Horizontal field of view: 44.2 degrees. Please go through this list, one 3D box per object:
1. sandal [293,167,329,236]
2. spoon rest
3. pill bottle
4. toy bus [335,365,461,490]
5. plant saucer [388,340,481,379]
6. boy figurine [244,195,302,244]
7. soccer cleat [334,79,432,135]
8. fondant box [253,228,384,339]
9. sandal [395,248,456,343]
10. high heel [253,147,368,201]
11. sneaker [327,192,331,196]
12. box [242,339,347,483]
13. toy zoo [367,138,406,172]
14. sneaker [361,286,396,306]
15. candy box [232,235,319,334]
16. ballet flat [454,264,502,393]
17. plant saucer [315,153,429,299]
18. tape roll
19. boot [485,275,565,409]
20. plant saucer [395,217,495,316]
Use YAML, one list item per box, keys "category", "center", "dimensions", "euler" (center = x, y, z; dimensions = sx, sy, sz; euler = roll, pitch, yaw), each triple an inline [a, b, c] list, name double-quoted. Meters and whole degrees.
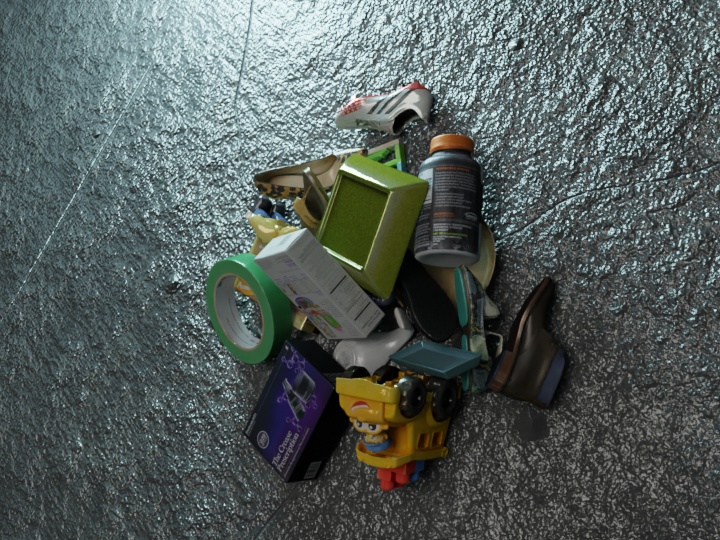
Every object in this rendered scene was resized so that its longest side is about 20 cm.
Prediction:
- category: "sandal"
  center: [-0.092, -0.107, 1.577]
  dimensions: [0.054, 0.200, 0.080]
  euler: [-32, 74, -20]
- category: "spoon rest"
  center: [0.022, 0.133, 1.512]
  dimensions: [0.200, 0.060, 0.100]
  euler: [-40, 56, 35]
- category: "pill bottle"
  center: [0.142, -0.113, 1.414]
  dimensions: [0.106, 0.106, 0.201]
  euler: [-5, 74, 34]
- category: "toy bus"
  center: [0.051, 0.247, 1.370]
  dimensions: [0.135, 0.200, 0.193]
  euler: [7, 89, 37]
- category: "plant saucer"
  center: [0.114, 0.139, 1.383]
  dimensions: [0.200, 0.070, 0.019]
  euler: [6, 116, 68]
- category: "boy figurine"
  center: [-0.151, -0.077, 1.622]
  dimensions: [0.065, 0.124, 0.200]
  euler: [-63, 27, 9]
- category: "soccer cleat"
  center: [0.039, -0.279, 1.605]
  dimensions: [0.199, 0.069, 0.086]
  euler: [-12, 66, 27]
- category: "fondant box"
  center: [-0.071, 0.027, 1.487]
  dimensions: [0.058, 0.200, 0.144]
  euler: [-48, 17, -23]
- category: "sandal"
  center: [0.094, 0.042, 1.436]
  dimensions: [0.048, 0.075, 0.201]
  euler: [106, 145, -46]
- category: "high heel"
  center: [-0.091, -0.179, 1.596]
  dimensions: [0.200, 0.142, 0.072]
  euler: [-31, 59, 38]
- category: "sneaker"
  center: [0.008, -0.087, 1.539]
  dimensions: [0.200, 0.075, 0.089]
  euler: [13, 95, 43]
- category: "box"
  center: [-0.102, 0.240, 1.525]
  dimensions: [0.141, 0.079, 0.201]
  euler: [40, 113, 38]
- category: "toy zoo"
  center: [0.029, -0.124, 1.594]
  dimensions: [0.131, 0.020, 0.201]
  euler: [-16, 68, 31]
- category: "sneaker"
  center: [0.000, 0.000, 1.540]
  dimensions: [0.200, 0.082, 0.074]
  euler: [37, 95, 38]
- category: "candy box"
  center: [-0.137, 0.023, 1.647]
  dimensions: [0.200, 0.055, 0.116]
  euler: [29, 94, 37]
- category: "ballet flat"
  center: [0.186, 0.089, 1.381]
  dimensions: [0.074, 0.074, 0.201]
  euler: [-2, 94, 35]
- category: "plant saucer"
  center: [0.000, -0.079, 1.446]
  dimensions: [0.200, 0.048, 0.200]
  euler: [28, 102, 47]
- category: "tape roll"
  center: [-0.207, 0.070, 1.628]
  dimensions: [0.200, 0.048, 0.201]
  euler: [19, 118, 40]
- category: "boot"
  center: [0.272, 0.111, 1.342]
  dimensions: [0.097, 0.075, 0.200]
  euler: [28, 75, 3]
- category: "plant saucer"
  center: [0.140, -0.012, 1.475]
  dimensions: [0.200, 0.035, 0.201]
  euler: [-10, 71, 32]
